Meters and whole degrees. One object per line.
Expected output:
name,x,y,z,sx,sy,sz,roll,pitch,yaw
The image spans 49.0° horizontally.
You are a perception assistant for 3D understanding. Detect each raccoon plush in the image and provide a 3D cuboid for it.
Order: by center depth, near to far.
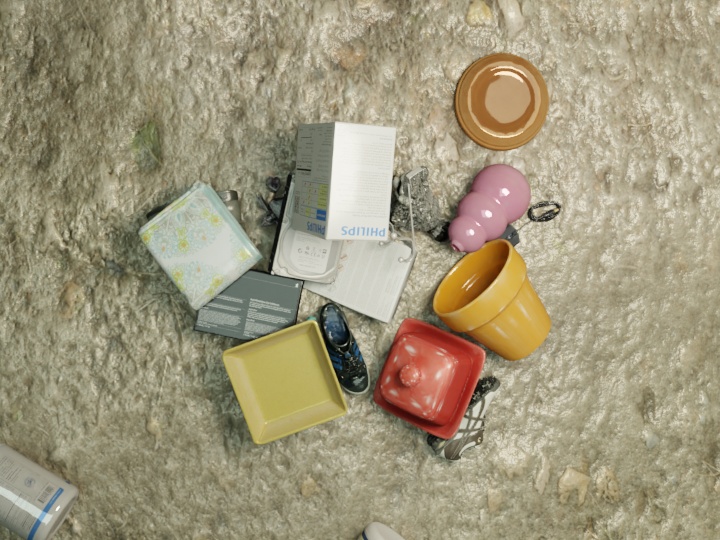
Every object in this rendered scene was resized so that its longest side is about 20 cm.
raccoon plush,0.146,-0.136,1.573,0.198,0.134,0.098,15,65,-16

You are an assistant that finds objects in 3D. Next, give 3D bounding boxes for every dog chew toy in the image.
dog chew toy,0.249,-0.117,1.574,0.124,0.125,0.200,43,74,-2

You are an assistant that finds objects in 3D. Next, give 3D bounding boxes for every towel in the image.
towel,-0.314,-0.052,1.541,0.171,0.048,0.201,-38,87,-1

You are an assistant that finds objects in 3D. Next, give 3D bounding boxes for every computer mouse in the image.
computer mouse,0.332,-0.084,1.635,0.199,0.034,0.059,-35,91,-1

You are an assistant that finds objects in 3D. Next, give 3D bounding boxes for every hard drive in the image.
hard drive,-0.096,-0.081,1.567,0.138,0.038,0.202,11,97,-22

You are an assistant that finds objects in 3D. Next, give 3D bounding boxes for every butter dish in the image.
butter dish,0.117,0.209,1.557,0.198,0.148,0.201,23,91,24

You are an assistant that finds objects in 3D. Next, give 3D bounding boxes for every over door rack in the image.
over door rack,0.047,-0.129,1.511,0.066,0.148,0.202,-20,132,-28

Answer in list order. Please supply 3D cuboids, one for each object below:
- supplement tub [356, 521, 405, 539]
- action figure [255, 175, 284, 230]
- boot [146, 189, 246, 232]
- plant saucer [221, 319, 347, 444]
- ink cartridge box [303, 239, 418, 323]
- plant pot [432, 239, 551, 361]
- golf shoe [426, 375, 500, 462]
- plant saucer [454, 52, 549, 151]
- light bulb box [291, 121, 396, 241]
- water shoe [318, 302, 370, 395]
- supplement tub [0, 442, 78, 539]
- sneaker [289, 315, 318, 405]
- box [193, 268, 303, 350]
supplement tub,0.018,0.627,1.581,0.144,0.145,0.201,37,90,-2
action figure,-0.130,-0.151,1.605,0.199,0.069,0.131,-38,97,2
boot,-0.327,-0.081,1.600,0.197,0.068,0.132,-12,90,-3
plant saucer,-0.146,0.215,1.551,0.198,0.048,0.202,-19,98,3
ink cartridge box,0.000,0.000,1.633,0.198,0.050,0.164,22,91,16
plant pot,0.276,0.073,1.568,0.200,0.200,0.183,-46,107,0
golf shoe,0.229,0.307,1.625,0.094,0.078,0.200,41,97,-12
plant saucer,0.294,-0.350,1.628,0.197,0.037,0.203,0,91,-1
light bulb box,-0.035,-0.164,1.444,0.123,0.198,0.203,1,98,-23
water shoe,-0.038,0.164,1.606,0.071,0.079,0.202,-23,92,-1
supplement tub,-0.678,0.442,1.567,0.199,0.132,0.133,31,90,-1
sneaker,-0.096,0.194,1.613,0.090,0.078,0.203,8,100,-5
box,-0.223,0.068,1.600,0.197,0.079,0.143,12,94,-1
